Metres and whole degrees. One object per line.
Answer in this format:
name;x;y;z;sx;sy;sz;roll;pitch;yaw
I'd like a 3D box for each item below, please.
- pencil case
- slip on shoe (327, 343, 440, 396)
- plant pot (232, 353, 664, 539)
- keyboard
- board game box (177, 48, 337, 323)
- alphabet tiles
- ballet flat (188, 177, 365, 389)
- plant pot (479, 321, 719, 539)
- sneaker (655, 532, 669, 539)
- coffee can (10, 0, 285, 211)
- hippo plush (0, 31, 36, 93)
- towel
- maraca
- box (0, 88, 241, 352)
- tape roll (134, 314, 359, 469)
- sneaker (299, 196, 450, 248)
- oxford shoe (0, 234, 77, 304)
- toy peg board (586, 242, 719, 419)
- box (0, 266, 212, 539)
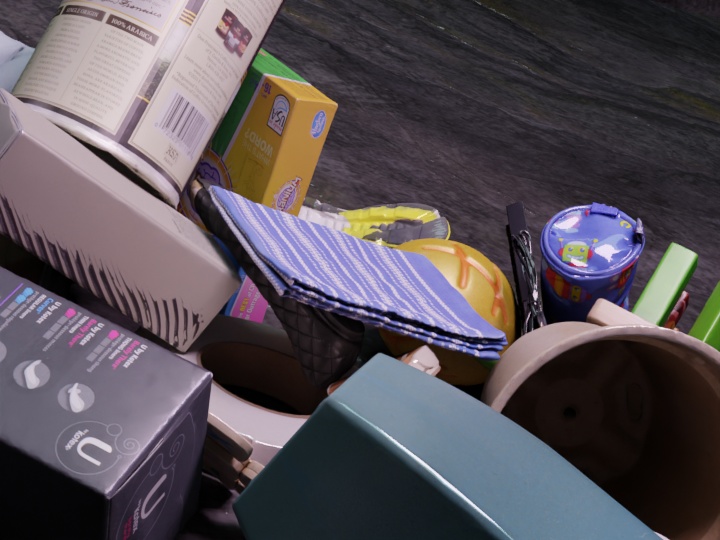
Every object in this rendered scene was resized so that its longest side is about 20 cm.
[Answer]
pencil case;0.185;0.027;1.470;0.078;0.200;0.087;20;57;20
slip on shoe;0.020;0.097;1.218;0.076;0.061;0.200;-23;4;8
plant pot;0.043;0.151;0.975;0.200;0.141;0.141;44;22;5
keyboard;0.132;0.034;1.421;0.020;0.127;0.201;-9;55;3
board game box;-0.104;-0.070;1.431;0.040;0.201;0.153;3;25;-40
alphabet tiles;-0.118;0.086;1.093;0.200;0.015;0.196;36;-13;2
ballet flat;-0.070;0.002;1.313;0.066;0.057;0.200;11;31;-52
plant pot;0.159;0.118;1.245;0.199;0.201;0.184;18;7;-8
sneaker;0.112;0.197;1.117;0.199;0.079;0.079;5;17;-10
coffee can;-0.154;-0.160;1.331;0.146;0.201;0.146;25;-15;7
hippo plush;-0.295;-0.095;1.450;0.199;0.160;0.161;11;39;45
towel;0.000;0.000;1.292;0.199;0.024;0.145;19;19;-35
maraca;0.079;0.040;1.477;0.137;0.107;0.200;50;8;31
box;-0.179;-0.032;1.233;0.200;0.068;0.082;36;8;-32
tape roll;-0.069;0.091;1.279;0.202;0.037;0.203;19;18;-6
sneaker;-0.021;-0.008;1.559;0.199;0.085;0.075;4;39;16
oxford shoe;-0.240;0.017;1.284;0.084;0.073;0.200;-9;28;-5
toy peg board;0.281;0.085;1.396;0.199;0.098;0.199;28;-22;19
box;-0.194;0.083;0.997;0.199;0.123;0.106;25;46;15
